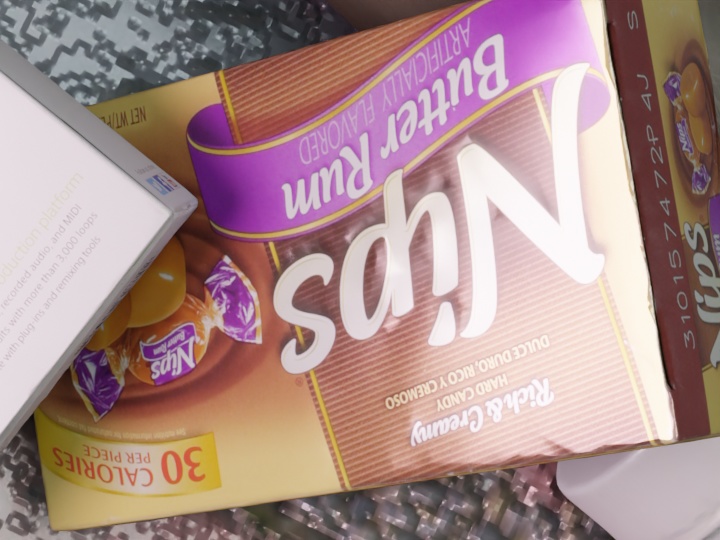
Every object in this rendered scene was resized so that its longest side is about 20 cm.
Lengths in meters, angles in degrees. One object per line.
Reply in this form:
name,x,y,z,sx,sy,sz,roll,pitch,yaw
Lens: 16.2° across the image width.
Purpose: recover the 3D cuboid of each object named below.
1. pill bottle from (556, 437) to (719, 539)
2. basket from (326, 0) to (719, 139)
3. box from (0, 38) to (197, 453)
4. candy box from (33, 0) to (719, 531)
pill bottle,0.162,0.088,0.739,0.200,0.114,0.114,39,76,-7
basket,0.040,-0.124,0.722,0.200,0.136,0.180,49,51,-11
box,-0.163,-0.024,0.664,0.200,0.036,0.145,39,100,3
candy box,0.000,0.000,0.670,0.056,0.199,0.117,-3,84,-55
